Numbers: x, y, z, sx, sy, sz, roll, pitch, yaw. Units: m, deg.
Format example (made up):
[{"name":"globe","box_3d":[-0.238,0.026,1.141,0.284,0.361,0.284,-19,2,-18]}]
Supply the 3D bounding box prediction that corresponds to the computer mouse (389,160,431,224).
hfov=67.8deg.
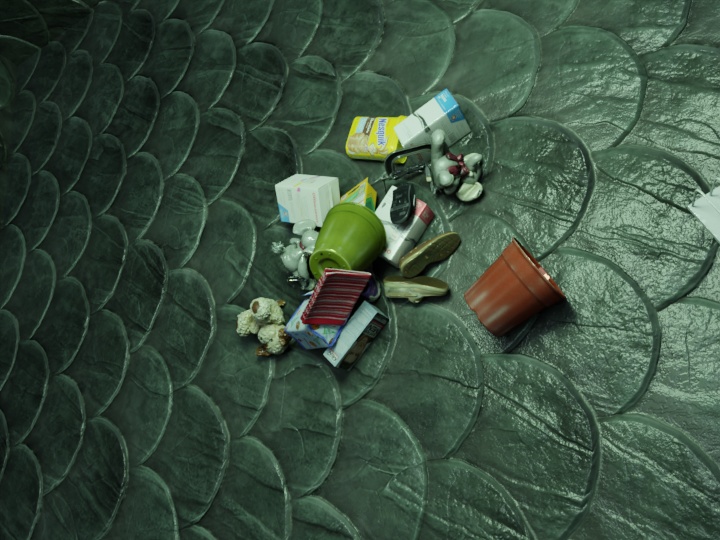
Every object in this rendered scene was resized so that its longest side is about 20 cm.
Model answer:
[{"name":"computer mouse","box_3d":[0.153,-0.225,1.571,0.139,0.046,0.203,-18,55,31]}]

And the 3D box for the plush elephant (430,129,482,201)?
[{"name":"plush elephant","box_3d":[0.288,-0.294,1.558,0.152,0.201,0.167,-8,69,0]}]

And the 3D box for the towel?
[{"name":"towel","box_3d":[-0.068,0.077,1.451,0.201,0.143,0.023,-61,38,35]}]

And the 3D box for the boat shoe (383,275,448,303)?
[{"name":"boat shoe","box_3d":[0.162,0.058,1.562,0.197,0.072,0.066,4,111,24]}]

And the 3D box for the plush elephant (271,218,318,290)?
[{"name":"plush elephant","box_3d":[-0.169,-0.066,1.704,0.153,0.200,0.167,-27,55,13]}]

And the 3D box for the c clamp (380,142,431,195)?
[{"name":"c clamp","box_3d":[0.150,-0.324,1.661,0.197,0.172,0.027,-17,56,6]}]

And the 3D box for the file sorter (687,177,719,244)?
[{"name":"file sorter","box_3d":[0.889,-0.172,1.220,0.199,0.124,0.140,-34,61,13]}]

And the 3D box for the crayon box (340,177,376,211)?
[{"name":"crayon box","box_3d":[-0.013,-0.194,1.693,0.125,0.052,0.202,-33,30,28]}]

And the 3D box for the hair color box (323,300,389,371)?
[{"name":"hair color box","box_3d":[-0.011,0.194,1.579,0.060,0.099,0.201,40,93,30]}]

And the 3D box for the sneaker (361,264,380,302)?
[{"name":"sneaker","box_3d":[0.000,0.000,1.650,0.080,0.083,0.202,-35,60,12]}]

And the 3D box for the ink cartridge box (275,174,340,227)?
[{"name":"ink cartridge box","box_3d":[-0.159,-0.231,1.760,0.197,0.125,0.131,10,121,28]}]

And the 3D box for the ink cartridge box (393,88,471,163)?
[{"name":"ink cartridge box","box_3d":[0.220,-0.432,1.645,0.199,0.144,0.085,-34,59,13]}]

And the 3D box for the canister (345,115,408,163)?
[{"name":"canister","box_3d":[0.061,-0.433,1.765,0.197,0.086,0.151,11,78,31]}]

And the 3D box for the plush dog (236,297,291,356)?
[{"name":"plush dog","box_3d":[-0.288,0.187,1.726,0.199,0.159,0.174,-36,71,44]}]

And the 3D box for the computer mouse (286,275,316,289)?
[{"name":"computer mouse","box_3d":[-0.130,0.026,1.656,0.196,0.034,0.060,-10,104,-4]}]

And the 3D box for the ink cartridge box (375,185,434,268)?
[{"name":"ink cartridge box","box_3d":[0.109,-0.132,1.637,0.146,0.083,0.202,33,90,31]}]

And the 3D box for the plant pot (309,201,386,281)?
[{"name":"plant pot","box_3d":[-0.049,-0.056,1.508,0.197,0.203,0.194,-2,35,27]}]

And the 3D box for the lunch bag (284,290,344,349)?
[{"name":"lunch bag","box_3d":[-0.115,0.122,1.611,0.169,0.124,0.201,-13,37,55]}]

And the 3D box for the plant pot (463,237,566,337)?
[{"name":"plant pot","box_3d":[0.385,0.055,1.378,0.195,0.200,0.202,-43,59,18]}]

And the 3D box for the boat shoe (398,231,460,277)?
[{"name":"boat shoe","box_3d":[0.197,-0.059,1.572,0.198,0.072,0.068,-32,33,3]}]
